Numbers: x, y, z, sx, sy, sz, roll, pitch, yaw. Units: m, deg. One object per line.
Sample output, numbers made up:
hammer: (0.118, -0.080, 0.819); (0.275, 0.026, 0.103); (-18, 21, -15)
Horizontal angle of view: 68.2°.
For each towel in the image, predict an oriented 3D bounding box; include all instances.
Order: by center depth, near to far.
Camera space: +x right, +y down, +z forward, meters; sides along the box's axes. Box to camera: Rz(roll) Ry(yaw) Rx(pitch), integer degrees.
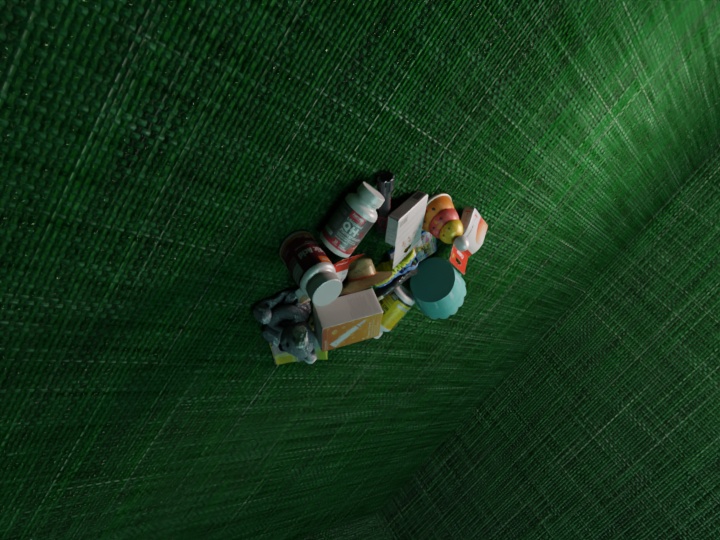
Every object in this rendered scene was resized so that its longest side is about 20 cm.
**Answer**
towel: (-0.209, 0.273, 1.822); (0.194, 0.023, 0.146); (-5, 138, -7)

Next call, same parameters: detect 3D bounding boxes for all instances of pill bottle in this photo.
pill bottle: (-0.137, -0.006, 1.476); (0.112, 0.201, 0.116); (-24, 144, -19)
pill bottle: (-0.020, -0.146, 1.511); (0.109, 0.111, 0.201); (15, 119, -50)
pill bottle: (0.099, 0.149, 1.959); (0.201, 0.113, 0.111); (-50, 145, 14)

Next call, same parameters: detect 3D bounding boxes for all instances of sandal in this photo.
sandal: (0.125, -0.004, 1.811); (0.198, 0.081, 0.086); (-36, 143, 27)

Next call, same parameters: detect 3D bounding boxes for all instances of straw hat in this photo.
straw hat: (0.000, 0.000, 1.714); (0.197, 0.200, 0.087); (-24, 102, -22)

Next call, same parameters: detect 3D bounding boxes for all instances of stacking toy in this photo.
stacking toy: (0.289, -0.141, 1.734); (0.143, 0.201, 0.148); (-25, 144, -20)

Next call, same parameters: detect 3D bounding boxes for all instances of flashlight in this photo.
flashlight: (0.077, -0.203, 1.588); (0.066, 0.068, 0.203); (-20, 137, -18)

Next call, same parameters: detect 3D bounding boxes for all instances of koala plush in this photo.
koala plush: (-0.202, 0.181, 1.627); (0.181, 0.201, 0.179); (-29, 145, -14)

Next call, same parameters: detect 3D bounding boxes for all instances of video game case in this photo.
video game case: (0.185, -0.068, 1.882); (0.197, 0.018, 0.145); (-31, 144, -13)

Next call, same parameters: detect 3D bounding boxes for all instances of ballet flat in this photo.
ballet flat: (0.127, 0.044, 1.864); (0.198, 0.066, 0.057); (-39, 123, -11)

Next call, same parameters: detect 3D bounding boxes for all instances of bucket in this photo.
bucket: (0.282, 0.061, 1.964); (0.206, 0.208, 0.135); (-39, 145, 1)

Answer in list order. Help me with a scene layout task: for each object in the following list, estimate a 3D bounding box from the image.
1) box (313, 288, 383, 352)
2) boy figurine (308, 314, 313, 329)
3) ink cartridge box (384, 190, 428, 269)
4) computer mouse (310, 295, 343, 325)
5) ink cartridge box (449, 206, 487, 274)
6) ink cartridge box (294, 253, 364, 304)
box: (-0.041, 0.152, 1.633); (0.195, 0.099, 0.126); (-14, 142, -16)
boy figurine: (-0.147, 0.223, 1.852); (0.121, 0.065, 0.203); (-18, 143, -18)
ink cartridge box: (0.140, -0.129, 1.660); (0.200, 0.043, 0.177); (-43, 148, -44)
computer mouse: (-0.086, 0.129, 1.754); (0.141, 0.046, 0.200); (-49, 174, 28)
ink cartridge box: (0.392, -0.104, 1.917); (0.161, 0.049, 0.206); (32, 71, -55)
ink cartridge box: (-0.082, 0.024, 1.604); (0.197, 0.051, 0.161); (-30, 175, 27)
